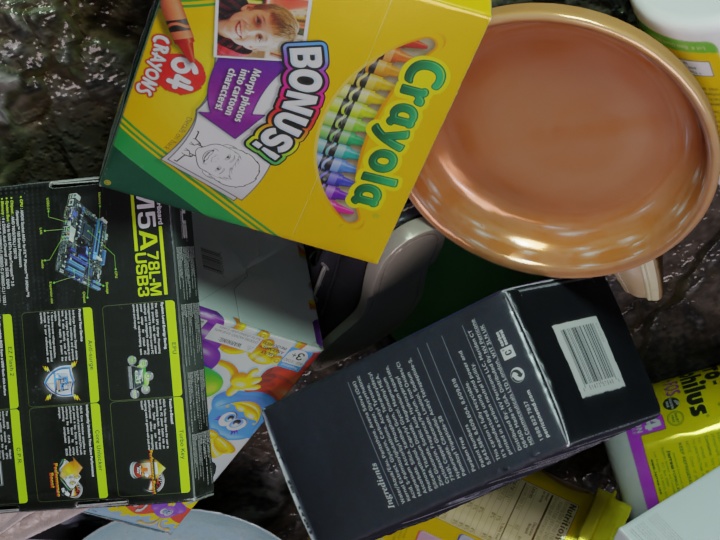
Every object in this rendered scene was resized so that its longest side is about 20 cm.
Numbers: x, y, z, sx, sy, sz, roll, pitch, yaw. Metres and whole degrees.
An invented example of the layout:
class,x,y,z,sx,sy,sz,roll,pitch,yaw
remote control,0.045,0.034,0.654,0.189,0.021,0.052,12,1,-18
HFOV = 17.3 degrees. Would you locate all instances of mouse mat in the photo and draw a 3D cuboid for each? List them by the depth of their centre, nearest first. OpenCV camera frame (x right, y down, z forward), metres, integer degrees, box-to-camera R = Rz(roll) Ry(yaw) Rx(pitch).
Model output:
class,x,y,z,sx,sy,sz,roll,pitch,yaw
mouse mat,0.064,-0.013,1.535,0.160,0.008,0.200,-2,139,22

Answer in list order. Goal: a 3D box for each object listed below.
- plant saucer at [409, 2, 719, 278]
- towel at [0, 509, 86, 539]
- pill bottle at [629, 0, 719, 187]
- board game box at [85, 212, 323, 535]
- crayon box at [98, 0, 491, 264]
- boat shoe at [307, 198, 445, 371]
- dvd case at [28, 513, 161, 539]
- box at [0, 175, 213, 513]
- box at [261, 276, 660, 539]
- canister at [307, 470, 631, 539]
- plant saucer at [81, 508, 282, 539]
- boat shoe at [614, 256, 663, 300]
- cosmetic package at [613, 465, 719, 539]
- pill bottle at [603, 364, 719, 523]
class,x,y,z,sx,sy,sz,roll,pitch,yaw
plant saucer,0.115,-0.081,1.401,0.199,0.038,0.201,8,133,9
towel,-0.227,0.069,1.486,0.132,0.201,0.034,-27,176,18
pill bottle,0.237,-0.119,1.428,0.111,0.111,0.200,-20,136,8
board game box,-0.124,0.065,1.544,0.103,0.105,0.200,19,129,-28
crayon box,-0.039,-0.109,1.327,0.172,0.058,0.200,16,134,-9
boat shoe,0.000,0.000,1.538,0.072,0.063,0.200,-25,162,-27
dvd case,-0.236,0.188,1.703,0.199,0.025,0.151,8,132,-20
box,-0.191,0.046,1.432,0.192,0.201,0.048,-6,179,12
box,0.064,0.090,1.496,0.199,0.105,0.148,-27,171,28
canister,0.073,0.183,1.661,0.199,0.087,0.149,25,135,6
plant saucer,-0.125,0.237,1.715,0.200,0.039,0.202,0,126,0
boat shoe,0.147,-0.053,1.511,0.065,0.072,0.200,-12,137,17
cosmetic package,0.216,0.217,1.613,0.150,0.052,0.200,-24,148,-32
pill bottle,0.275,0.115,1.680,0.199,0.105,0.104,-16,136,4
